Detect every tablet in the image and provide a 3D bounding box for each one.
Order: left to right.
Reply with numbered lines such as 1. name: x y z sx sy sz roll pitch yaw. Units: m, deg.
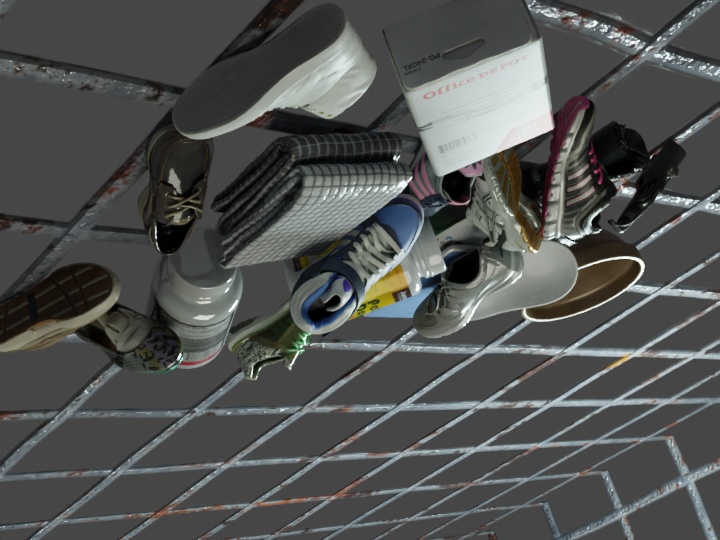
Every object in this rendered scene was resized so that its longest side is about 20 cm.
1. tablet: 0.106 0.017 1.724 0.129 0.014 0.199 3 149 -44

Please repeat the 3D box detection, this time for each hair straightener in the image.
1. hair straightener: 0.381 -0.116 1.588 0.200 0.041 0.077 -42 172 -39

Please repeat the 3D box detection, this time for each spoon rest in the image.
1. spoon rest: 0.213 0.023 1.707 0.198 0.061 0.100 -25 115 19

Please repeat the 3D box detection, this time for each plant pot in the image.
1. plant pot: 0.319 -0.009 1.821 0.198 0.094 0.201 -17 156 -8

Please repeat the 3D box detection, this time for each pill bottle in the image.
1. pill bottle: -0.204 0.032 1.475 0.109 0.112 0.201 -10 155 -21
2. pill bottle: 0.007 -0.002 1.567 0.198 0.110 0.109 -20 157 3

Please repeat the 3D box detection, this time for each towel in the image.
1. towel: -0.061 -0.086 1.364 0.164 0.087 0.200 -9 161 -41

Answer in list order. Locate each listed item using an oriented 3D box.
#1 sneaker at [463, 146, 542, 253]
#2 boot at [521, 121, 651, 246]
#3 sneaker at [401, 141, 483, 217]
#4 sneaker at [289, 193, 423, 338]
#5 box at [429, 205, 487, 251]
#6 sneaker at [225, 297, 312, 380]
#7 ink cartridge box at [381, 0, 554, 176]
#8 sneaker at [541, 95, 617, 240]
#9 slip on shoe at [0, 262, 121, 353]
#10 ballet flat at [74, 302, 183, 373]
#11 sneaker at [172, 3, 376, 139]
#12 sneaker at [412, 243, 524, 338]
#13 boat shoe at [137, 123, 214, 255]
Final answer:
1. sneaker: 0.161 -0.090 1.512 0.087 0.076 0.201 3 141 31
2. boot: 0.312 -0.113 1.603 0.167 0.077 0.199 -26 150 24
3. sneaker: 0.098 -0.101 1.455 0.069 0.083 0.201 -13 156 -15
4. sneaker: 0.000 0.000 1.432 0.199 0.081 0.147 -38 -164 9
5. box: 0.106 -0.033 1.676 0.199 0.037 0.144 -30 155 21
6. sneaker: -0.097 0.098 1.731 0.198 0.090 0.077 -27 156 16
7. ink cartridge box: 0.117 -0.197 1.257 0.143 0.084 0.200 -21 156 5
8. sneaker: 0.276 -0.123 1.482 0.086 0.074 0.202 5 126 2
9. slip on shoe: -0.358 0.050 1.438 0.198 0.077 0.060 -25 151 21
10. ballet flat: -0.292 0.072 1.450 0.071 0.073 0.199 6 -172 -45
11. sneaker: -0.077 -0.169 1.181 0.198 0.074 0.115 -27 153 13
12. sneaker: 0.130 0.018 1.661 0.081 0.075 0.200 18 133 -36
13. boat shoe: -0.189 -0.083 1.280 0.073 0.074 0.201 -10 155 -20
